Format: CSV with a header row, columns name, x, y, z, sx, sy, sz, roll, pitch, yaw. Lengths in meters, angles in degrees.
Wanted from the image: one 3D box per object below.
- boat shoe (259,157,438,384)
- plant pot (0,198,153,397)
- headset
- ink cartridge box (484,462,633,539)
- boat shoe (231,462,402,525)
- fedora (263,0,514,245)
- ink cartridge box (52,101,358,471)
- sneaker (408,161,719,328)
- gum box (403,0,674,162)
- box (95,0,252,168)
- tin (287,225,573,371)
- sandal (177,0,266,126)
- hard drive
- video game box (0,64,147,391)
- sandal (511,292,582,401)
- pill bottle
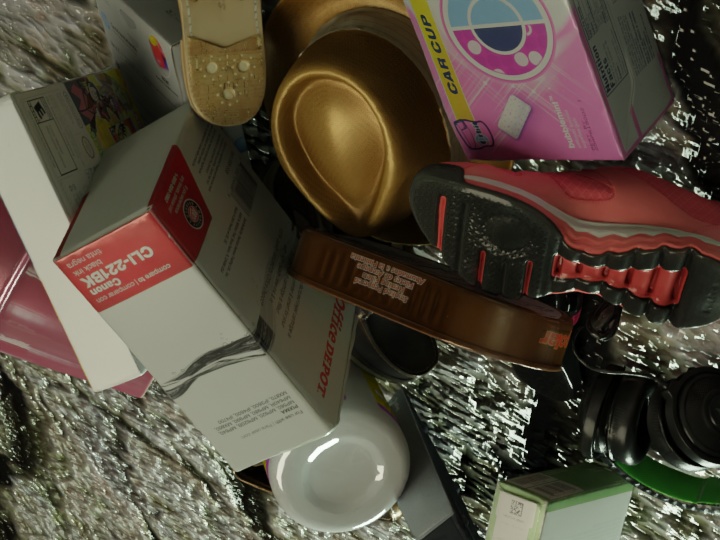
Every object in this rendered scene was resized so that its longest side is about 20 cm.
name,x,y,z,sx,sy,sz,roll,pitch,yaw
boat shoe,0.000,0.000,1.080,0.073,0.074,0.200,-14,116,52
plant pot,-0.221,0.004,1.185,0.179,0.200,0.200,30,146,-4
headset,0.203,0.085,0.979,0.123,0.094,0.200,-2,140,42
ink cartridge box,0.129,0.245,1.056,0.048,0.145,0.200,17,99,33
boat shoe,-0.035,0.190,1.298,0.200,0.072,0.072,12,137,49
fedora,0.002,-0.090,0.950,0.200,0.082,0.201,17,130,22
ink cartridge box,-0.094,0.011,0.978,0.084,0.144,0.200,-26,117,23
sneaker,0.128,-0.028,0.870,0.200,0.087,0.074,16,133,5
gum box,0.090,-0.152,0.831,0.113,0.066,0.200,4,128,43
box,-0.132,-0.114,1.080,0.156,0.041,0.200,44,154,46
tin,0.044,0.015,0.943,0.200,0.042,0.112,21,-178,35
sandal,-0.093,-0.195,0.920,0.070,0.078,0.212,-155,53,-74
hard drive,0.061,0.187,1.139,0.135,0.042,0.200,62,-178,-23
video game box,-0.177,-0.036,1.027,0.047,0.182,0.200,-21,97,19
sandal,0.121,0.018,1.008,0.075,0.045,0.200,29,158,31
pill bottle,-0.033,0.108,1.135,0.104,0.104,0.200,64,179,-25
